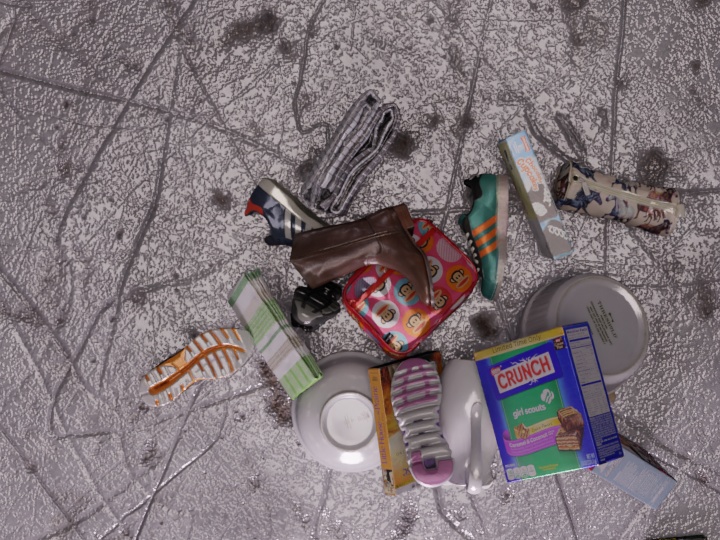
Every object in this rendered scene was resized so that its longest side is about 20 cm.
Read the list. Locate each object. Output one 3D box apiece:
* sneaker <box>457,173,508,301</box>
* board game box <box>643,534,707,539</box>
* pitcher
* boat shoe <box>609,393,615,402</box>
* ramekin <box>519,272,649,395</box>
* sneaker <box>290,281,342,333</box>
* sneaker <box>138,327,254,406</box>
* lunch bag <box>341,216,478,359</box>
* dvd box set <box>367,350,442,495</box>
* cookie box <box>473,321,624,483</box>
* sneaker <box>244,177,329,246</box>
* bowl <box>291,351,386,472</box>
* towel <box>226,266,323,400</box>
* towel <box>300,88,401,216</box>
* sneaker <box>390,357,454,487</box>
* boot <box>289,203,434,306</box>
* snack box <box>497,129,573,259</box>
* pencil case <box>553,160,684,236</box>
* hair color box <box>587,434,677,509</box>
[{"bbox_3d":[0.195,-0.054,1.642,0.079,0.071,0.203,2,88,6],"label":"sneaker"},{"bbox_3d":[0.526,0.541,1.688,0.103,0.023,0.203,-5,93,-1],"label":"board game box"},{"bbox_3d":[0.175,0.241,1.588,0.120,0.172,0.203,5,84,-3],"label":"pitcher"},{"bbox_3d":[0.317,0.229,1.653,0.198,0.072,0.065,-28,91,-3],"label":"boat shoe"},{"bbox_3d":[0.355,0.097,1.595,0.200,0.094,0.205,4,73,-12],"label":"ramekin"},{"bbox_3d":[-0.072,0.065,1.588,0.075,0.200,0.080,29,101,3],"label":"sneaker"},{"bbox_3d":[-0.264,0.148,1.658,0.198,0.077,0.079,-25,92,-1],"label":"sneaker"},{"bbox_3d":[0.070,0.020,1.625,0.200,0.082,0.176,-44,81,-10],"label":"lunch bag"},{"bbox_3d":[0.084,0.240,1.632,0.145,0.029,0.203,-9,93,-42],"label":"dvd box set"},{"bbox_3d":[0.273,0.194,1.504,0.170,0.075,0.202,-23,77,42],"label":"cookie box"},{"bbox_3d":[-0.101,-0.057,1.646,0.200,0.075,0.085,41,98,6],"label":"sneaker"},{"bbox_3d":[-0.016,0.236,1.649,0.198,0.090,0.204,0,94,2],"label":"bowl"},{"bbox_3d":[-0.135,0.100,1.613,0.031,0.149,0.201,-32,85,-25],"label":"towel"},{"bbox_3d":[-0.013,-0.175,1.589,0.085,0.166,0.201,31,94,-7],"label":"towel"},{"bbox_3d":[0.092,0.238,1.575,0.079,0.089,0.202,-9,69,-1],"label":"sneaker"},{"bbox_3d":[0.000,0.000,1.554,0.198,0.064,0.188,-16,59,-7],"label":"boot"},{"bbox_3d":[0.273,-0.117,1.609,0.037,0.116,0.202,-22,93,2],"label":"snack box"},{"bbox_3d":[0.407,-0.113,1.621,0.198,0.089,0.079,15,93,-1],"label":"pencil case"},{"bbox_3d":[0.390,0.287,1.605,0.199,0.099,0.061,32,98,-23],"label":"hair color box"}]
